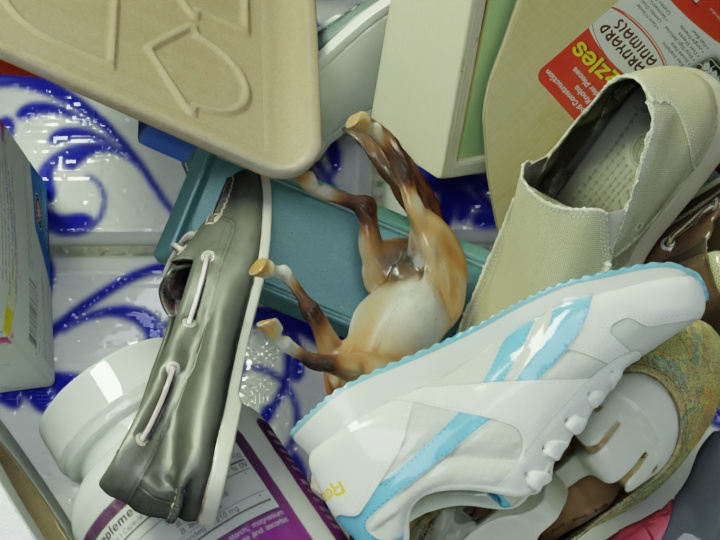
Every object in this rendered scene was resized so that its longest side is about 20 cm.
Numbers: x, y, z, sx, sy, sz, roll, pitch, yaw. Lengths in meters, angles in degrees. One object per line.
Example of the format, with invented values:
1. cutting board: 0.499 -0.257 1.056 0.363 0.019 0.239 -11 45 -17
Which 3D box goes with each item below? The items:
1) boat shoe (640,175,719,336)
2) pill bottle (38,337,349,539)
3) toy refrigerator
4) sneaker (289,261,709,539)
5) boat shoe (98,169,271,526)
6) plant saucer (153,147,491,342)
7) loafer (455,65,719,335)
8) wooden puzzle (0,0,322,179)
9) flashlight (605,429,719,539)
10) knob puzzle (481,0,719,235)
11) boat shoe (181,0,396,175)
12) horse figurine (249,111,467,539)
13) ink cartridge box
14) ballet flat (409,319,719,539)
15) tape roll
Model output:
1. boat shoe: 0.168 0.000 1.295 0.202 0.075 0.075 -44 100 7
2. pill bottle: -0.070 0.134 1.288 0.112 0.112 0.200 -34 70 -4
3. toy refrigerator: 0.068 -0.151 1.315 0.076 0.201 0.070 -9 30 -36
4. sneaker: 0.072 0.060 1.203 0.200 0.077 0.081 -27 80 -7
5. boat shoe: -0.080 0.027 1.252 0.057 0.067 0.200 13 53 -8
6. plant saucer: 0.000 0.000 1.338 0.199 0.019 0.070 22 87 -3
7. loafer: 0.099 -0.018 1.279 0.076 0.068 0.200 38 99 43
8. wooden puzzle: -0.119 -0.123 1.301 0.199 0.046 0.185 19 34 -17
9. flashlight: 0.132 0.131 1.287 0.200 0.068 0.068 -26 111 3
10. knob puzzle: 0.146 -0.078 1.324 0.219 0.030 0.220 -3 113 -7
11. boat shoe: -0.012 -0.111 1.384 0.200 0.073 0.062 -36 47 -1
12. horse figurine: 0.006 0.013 1.276 0.050 0.133 0.200 -14 41 37
13. ink cartridge box: -0.207 -0.020 1.313 0.067 0.200 0.117 -7 70 6
14. ballet flat: 0.095 0.097 1.244 0.200 0.071 0.071 -37 70 1
15. tape roll: -0.161 0.130 1.256 0.037 0.203 0.203 -34 70 -3
